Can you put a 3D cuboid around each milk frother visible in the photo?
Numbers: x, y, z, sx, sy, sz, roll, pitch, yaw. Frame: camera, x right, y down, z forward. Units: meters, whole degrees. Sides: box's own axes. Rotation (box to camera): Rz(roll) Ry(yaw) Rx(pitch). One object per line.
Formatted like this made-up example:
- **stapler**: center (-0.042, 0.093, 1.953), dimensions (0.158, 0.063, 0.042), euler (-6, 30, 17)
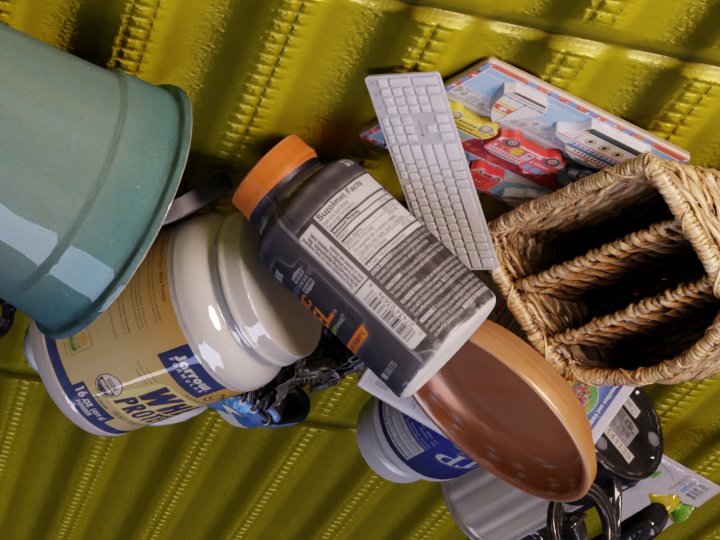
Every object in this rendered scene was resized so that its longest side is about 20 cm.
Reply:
- **milk frother**: center (0.163, 0.208, 1.958), dimensions (0.199, 0.181, 0.188), euler (-16, 165, -48)

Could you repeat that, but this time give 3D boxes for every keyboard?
- **keyboard**: center (0.055, -0.070, 1.577), dimensions (0.056, 0.011, 0.201), euler (3, 138, 23)

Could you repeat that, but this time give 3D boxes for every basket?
- **basket**: center (0.205, 0.012, 1.613), dimensions (0.148, 0.144, 0.199), euler (6, 160, -41)

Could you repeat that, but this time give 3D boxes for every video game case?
- **video game case**: center (0.117, 0.088, 1.799), dimensions (0.199, 0.018, 0.144), euler (31, 108, -8)

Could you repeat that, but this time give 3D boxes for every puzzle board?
- **puzzle board**: center (0.122, -0.090, 1.591), dimensions (0.199, 0.018, 0.150), euler (21, 151, -32)

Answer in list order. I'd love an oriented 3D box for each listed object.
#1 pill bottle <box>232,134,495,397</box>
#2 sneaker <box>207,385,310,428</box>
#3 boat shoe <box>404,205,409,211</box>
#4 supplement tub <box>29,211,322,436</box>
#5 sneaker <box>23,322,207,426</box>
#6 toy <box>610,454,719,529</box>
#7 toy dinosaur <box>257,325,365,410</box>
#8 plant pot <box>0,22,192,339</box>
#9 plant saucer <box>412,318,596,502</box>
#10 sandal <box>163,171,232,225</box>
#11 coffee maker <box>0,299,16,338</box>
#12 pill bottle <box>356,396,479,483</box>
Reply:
- **pill bottle**: center (-0.003, -0.009, 1.599), dimensions (0.200, 0.106, 0.106), euler (44, 155, 7)
- **sneaker**: center (-0.111, 0.097, 1.958), dimensions (0.089, 0.079, 0.200), euler (4, 167, 33)
- **boat shoe**: center (0.000, 0.000, 1.722), dimensions (0.074, 0.067, 0.199), euler (-18, 177, -44)
- **supplement tub**: center (-0.144, 0.039, 1.695), dimensions (0.199, 0.145, 0.144), euler (-20, 147, 25)
- **sneaker**: center (-0.207, 0.087, 1.968), dimensions (0.199, 0.077, 0.081), euler (22, 149, -36)
- **toy**: center (0.243, 0.181, 2.101), dimensions (0.199, 0.047, 0.115), euler (33, 134, -15)
- **toy dinosaur**: center (-0.023, 0.055, 1.877), dimensions (0.135, 0.103, 0.200), euler (-2, 142, -27)
- **plant pot**: center (-0.252, -0.083, 1.488), dimensions (0.195, 0.201, 0.200), euler (28, 148, -27)
- **plant saucer**: center (0.112, 0.103, 1.716), dimensions (0.200, 0.037, 0.201), euler (36, 157, 18)
- **sandal**: center (-0.197, -0.044, 1.667), dimensions (0.199, 0.043, 0.076), euler (-17, -175, 3)
- **coffee maker**: center (-0.389, 0.084, 1.912), dimensions (0.191, 0.136, 0.200), euler (10, 160, 6)
- **pill bottle**: center (0.081, 0.123, 1.936), dimensions (0.119, 0.121, 0.200), euler (16, 154, -23)
